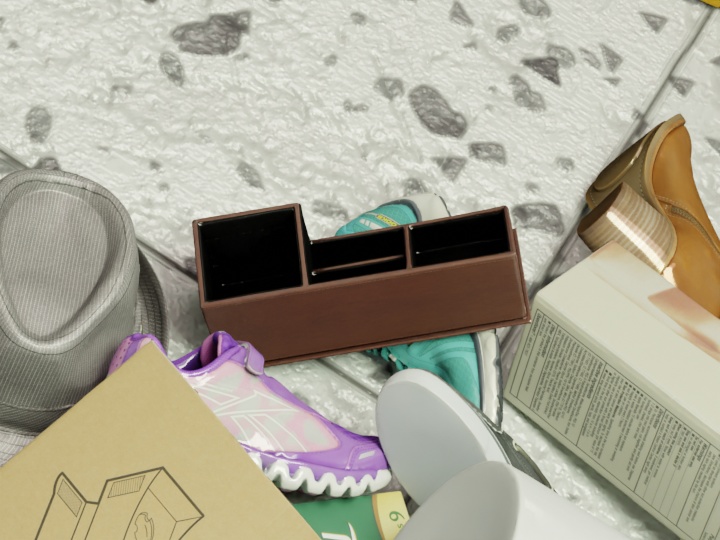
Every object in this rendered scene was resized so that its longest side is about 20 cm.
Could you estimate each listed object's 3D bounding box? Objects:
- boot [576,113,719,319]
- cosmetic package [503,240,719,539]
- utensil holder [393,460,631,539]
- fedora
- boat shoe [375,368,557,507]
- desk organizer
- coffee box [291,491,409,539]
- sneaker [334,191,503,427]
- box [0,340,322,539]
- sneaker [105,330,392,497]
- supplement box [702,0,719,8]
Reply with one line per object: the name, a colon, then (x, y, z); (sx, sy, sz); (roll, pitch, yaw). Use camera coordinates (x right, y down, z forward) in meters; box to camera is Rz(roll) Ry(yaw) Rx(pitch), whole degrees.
boot: (0.229, -0.015, 1.802); (0.155, 0.077, 0.200); (45, 23, -7)
cosmetic package: (0.198, 0.087, 1.675); (0.200, 0.104, 0.087); (40, 49, 22)
utensil holder: (0.116, 0.222, 1.492); (0.200, 0.170, 0.170); (35, 48, -19)
fedora: (-0.192, 0.016, 1.597); (0.176, 0.090, 0.201); (21, 51, -7)
boat shoe: (0.080, 0.132, 1.614); (0.200, 0.068, 0.057); (54, 37, -18)
desk organizer: (0.000, 0.000, 1.645); (0.199, 0.077, 0.072); (-10, 57, 3)
coffee box: (-0.053, 0.198, 1.554); (0.199, 0.044, 0.123); (-3, 58, -24)
sneaker: (0.041, 0.042, 1.699); (0.079, 0.078, 0.201); (-15, 56, -10)
box: (-0.141, 0.162, 1.490); (0.200, 0.021, 0.164); (-40, 71, -6)
sneaker: (-0.068, 0.084, 1.582); (0.199, 0.080, 0.089); (12, 84, -24)
supplement box: (0.378, -0.277, 2.010); (0.197, 0.133, 0.201); (22, 51, -6)
